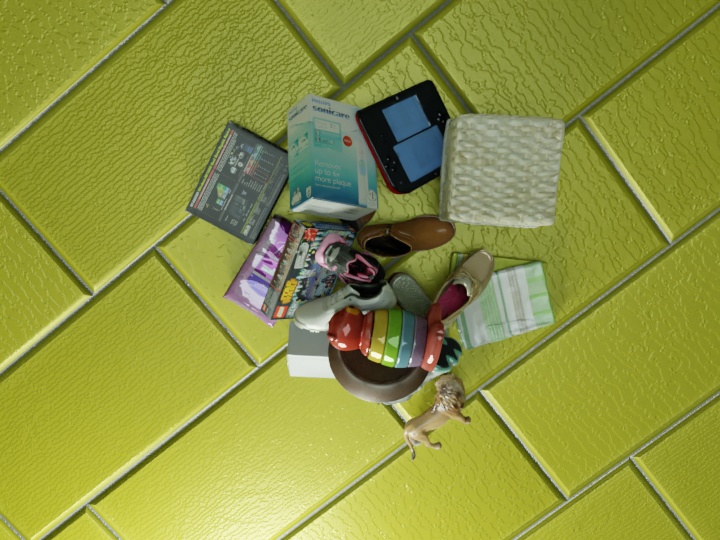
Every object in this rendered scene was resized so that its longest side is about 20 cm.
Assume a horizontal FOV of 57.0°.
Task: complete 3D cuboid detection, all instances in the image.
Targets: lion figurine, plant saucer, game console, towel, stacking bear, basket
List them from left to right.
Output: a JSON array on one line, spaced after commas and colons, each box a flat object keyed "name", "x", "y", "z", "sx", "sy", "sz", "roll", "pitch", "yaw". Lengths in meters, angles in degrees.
[{"name": "plant saucer", "x": 0.038, "y": 0.151, "z": 1.265, "sx": 0.200, "sy": 0.035, "sz": 0.200, "roll": 2, "pitch": 59, "yaw": -3}, {"name": "stacking bear", "x": 0.040, "y": 0.115, "z": 1.198, "sx": 0.200, "sy": 0.121, "sz": 0.114, "roll": 9, "pitch": 115, "yaw": -2}, {"name": "game console", "x": 0.101, "y": -0.253, "z": 1.263, "sx": 0.200, "sy": 0.031, "sz": 0.177, "roll": -31, "pitch": 102, "yaw": -29}, {"name": "lion figurine", "x": 0.150, "y": 0.306, "z": 1.375, "sx": 0.200, "sy": 0.072, "sz": 0.122, "roll": -47, "pitch": 131, "yaw": 1}, {"name": "towel", "x": 0.282, "y": 0.013, "z": 1.371, "sx": 0.200, "sy": 0.018, "sz": 0.086, "roll": 6, "pitch": 106, "yaw": -3}, {"name": "basket", "x": 0.252, "y": -0.176, "z": 1.194, "sx": 0.200, "sy": 0.161, "sz": 0.198, "roll": 4, "pitch": 97, "yaw": 0}, {"name": "towel", "x": 0.291, "y": 0.073, "z": 1.364, "sx": 0.200, "sy": 0.031, "sz": 0.149, "roll": -16, "pitch": 107, "yaw": 4}]

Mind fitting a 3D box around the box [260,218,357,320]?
[{"name": "box", "x": -0.099, "y": 0.001, "z": 1.276, "sx": 0.137, "sy": 0.040, "sz": 0.200, "roll": 0, "pitch": 120, "yaw": -45}]

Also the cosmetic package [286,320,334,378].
[{"name": "cosmetic package", "x": -0.046, "y": 0.163, "z": 1.336, "sx": 0.200, "sy": 0.113, "sz": 0.081, "roll": 5, "pitch": 58, "yaw": -2}]

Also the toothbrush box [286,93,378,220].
[{"name": "toothbrush box", "x": -0.052, "y": -0.205, "z": 1.226, "sx": 0.146, "sy": 0.085, "sz": 0.200, "roll": 7, "pitch": 73, "yaw": -35}]

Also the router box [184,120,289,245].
[{"name": "router box", "x": -0.232, "y": -0.170, "z": 1.306, "sx": 0.150, "sy": 0.062, "sz": 0.200, "roll": 28, "pitch": 99, "yaw": -6}]

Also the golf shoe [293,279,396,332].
[{"name": "golf shoe", "x": -0.033, "y": 0.056, "z": 1.250, "sx": 0.200, "sy": 0.078, "sz": 0.097, "roll": -11, "pitch": 137, "yaw": 0}]

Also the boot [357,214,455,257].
[{"name": "boot", "x": 0.093, "y": -0.065, "z": 1.282, "sx": 0.200, "sy": 0.155, "sz": 0.077, "roll": 2, "pitch": 100, "yaw": -1}]

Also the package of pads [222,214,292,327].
[{"name": "package of pads", "x": -0.174, "y": 0.001, "z": 1.332, "sx": 0.120, "sy": 0.076, "sz": 0.200, "roll": 32, "pitch": 98, "yaw": -9}]

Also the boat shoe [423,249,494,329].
[{"name": "boat shoe", "x": 0.201, "y": 0.036, "z": 1.302, "sx": 0.074, "sy": 0.069, "sz": 0.200, "roll": 36, "pitch": 79, "yaw": 9}]

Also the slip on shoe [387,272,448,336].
[{"name": "slip on shoe", "x": 0.119, "y": 0.081, "z": 1.361, "sx": 0.074, "sy": 0.061, "sz": 0.200, "roll": -36, "pitch": 112, "yaw": -1}]

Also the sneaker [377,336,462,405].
[{"name": "sneaker", "x": 0.109, "y": 0.211, "z": 1.360, "sx": 0.200, "sy": 0.140, "sz": 0.078, "roll": -25, "pitch": 73, "yaw": -25}]

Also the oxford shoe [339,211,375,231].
[{"name": "oxford shoe", "x": -0.046, "y": -0.173, "z": 1.317, "sx": 0.071, "sy": 0.071, "sz": 0.200, "roll": -41, "pitch": 97, "yaw": -24}]

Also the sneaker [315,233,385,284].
[{"name": "sneaker", "x": 0.000, "y": 0.000, "z": 1.266, "sx": 0.095, "sy": 0.200, "sz": 0.079, "roll": 30, "pitch": 92, "yaw": 36}]
